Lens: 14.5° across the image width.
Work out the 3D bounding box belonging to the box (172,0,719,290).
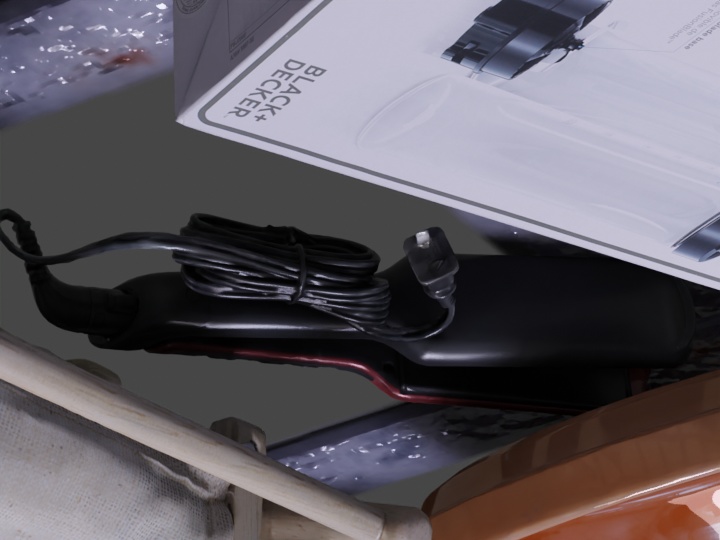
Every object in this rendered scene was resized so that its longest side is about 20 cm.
[{"bbox_3d":[0.070,-0.057,0.637,0.200,0.060,0.117,16,146,-30],"label":"box"}]

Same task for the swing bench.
[{"bbox_3d":[-0.129,0.058,0.729,0.200,0.130,0.199,26,177,42],"label":"swing bench"}]

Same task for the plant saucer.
[{"bbox_3d":[0.102,0.059,0.832,0.200,0.032,0.200,-15,166,-4],"label":"plant saucer"}]

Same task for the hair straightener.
[{"bbox_3d":[0.000,0.000,0.767,0.199,0.041,0.077,10,148,-15],"label":"hair straightener"}]
